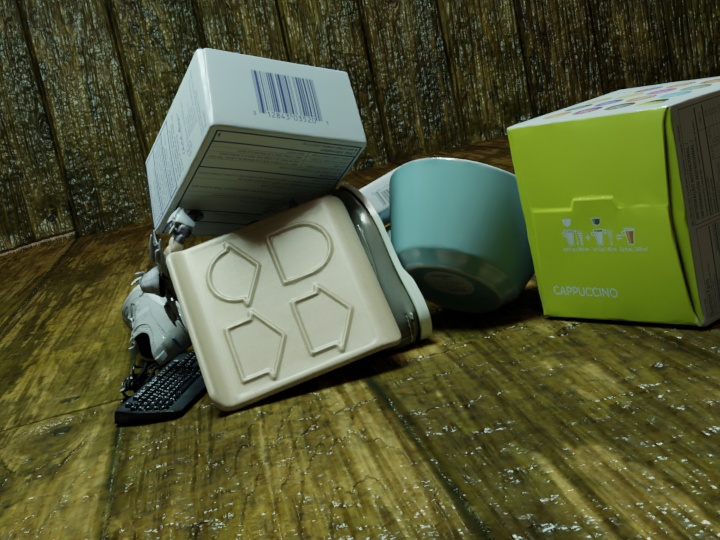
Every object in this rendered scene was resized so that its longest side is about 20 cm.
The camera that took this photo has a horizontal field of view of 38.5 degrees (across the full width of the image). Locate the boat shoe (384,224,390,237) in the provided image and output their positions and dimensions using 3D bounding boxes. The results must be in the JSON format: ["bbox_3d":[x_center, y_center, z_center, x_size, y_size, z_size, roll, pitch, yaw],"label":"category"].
[{"bbox_3d":[0.000,0.000,1.370,0.198,0.061,0.076,-29,7,11],"label":"boat shoe"}]

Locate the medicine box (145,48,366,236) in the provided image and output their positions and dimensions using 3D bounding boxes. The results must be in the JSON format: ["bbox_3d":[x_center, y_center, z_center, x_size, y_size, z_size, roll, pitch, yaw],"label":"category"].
[{"bbox_3d":[-0.121,-0.129,1.136,0.179,0.104,0.200,3,-32,-30],"label":"medicine box"}]

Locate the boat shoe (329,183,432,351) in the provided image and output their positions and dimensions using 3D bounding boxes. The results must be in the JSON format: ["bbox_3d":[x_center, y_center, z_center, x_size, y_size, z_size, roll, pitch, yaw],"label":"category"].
[{"bbox_3d":[0.006,-0.006,1.103,0.059,0.204,0.072,-22,-26,-16],"label":"boat shoe"}]

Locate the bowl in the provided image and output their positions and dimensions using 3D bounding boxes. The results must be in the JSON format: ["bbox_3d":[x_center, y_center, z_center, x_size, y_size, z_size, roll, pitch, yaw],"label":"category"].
[{"bbox_3d":[0.113,-0.025,1.121,0.197,0.107,0.201,15,-21,6],"label":"bowl"}]

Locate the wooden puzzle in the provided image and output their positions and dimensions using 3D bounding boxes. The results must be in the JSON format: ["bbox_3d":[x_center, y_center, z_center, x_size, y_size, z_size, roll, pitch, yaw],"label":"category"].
[{"bbox_3d":[-0.079,0.033,1.043,0.197,0.187,0.047,-19,-28,-10],"label":"wooden puzzle"}]

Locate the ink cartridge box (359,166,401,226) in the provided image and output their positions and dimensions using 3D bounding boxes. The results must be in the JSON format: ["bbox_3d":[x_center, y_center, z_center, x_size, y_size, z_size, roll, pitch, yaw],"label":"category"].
[{"bbox_3d":[-0.017,-0.042,1.400,0.159,0.047,0.201,-33,-15,-29],"label":"ink cartridge box"}]

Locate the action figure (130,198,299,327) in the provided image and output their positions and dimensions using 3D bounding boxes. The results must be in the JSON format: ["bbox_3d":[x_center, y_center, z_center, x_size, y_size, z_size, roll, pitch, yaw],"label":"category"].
[{"bbox_3d":[-0.154,-0.013,1.122,0.197,0.132,0.070,-19,45,-14],"label":"action figure"}]

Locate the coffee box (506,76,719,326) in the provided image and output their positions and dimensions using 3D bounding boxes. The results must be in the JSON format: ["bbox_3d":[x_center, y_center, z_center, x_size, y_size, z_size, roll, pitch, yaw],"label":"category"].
[{"bbox_3d":[0.294,-0.073,1.020,0.196,0.204,0.198,-21,13,-36],"label":"coffee box"}]

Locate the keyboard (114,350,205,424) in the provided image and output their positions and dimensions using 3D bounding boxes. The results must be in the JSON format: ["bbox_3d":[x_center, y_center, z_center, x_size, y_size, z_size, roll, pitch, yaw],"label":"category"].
[{"bbox_3d":[-0.209,0.111,1.101,0.102,0.040,0.200,-10,10,11],"label":"keyboard"}]

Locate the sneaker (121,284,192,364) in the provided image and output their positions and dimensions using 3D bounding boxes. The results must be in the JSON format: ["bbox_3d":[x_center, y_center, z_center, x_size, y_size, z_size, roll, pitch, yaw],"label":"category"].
[{"bbox_3d":[-0.263,0.070,1.272,0.082,0.075,0.199,-45,21,-21],"label":"sneaker"}]

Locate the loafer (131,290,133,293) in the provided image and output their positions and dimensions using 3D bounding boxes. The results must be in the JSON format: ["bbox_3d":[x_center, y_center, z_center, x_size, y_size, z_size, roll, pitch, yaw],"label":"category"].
[{"bbox_3d":[-0.242,0.008,1.434,0.074,0.071,0.198,-4,13,44],"label":"loafer"}]
